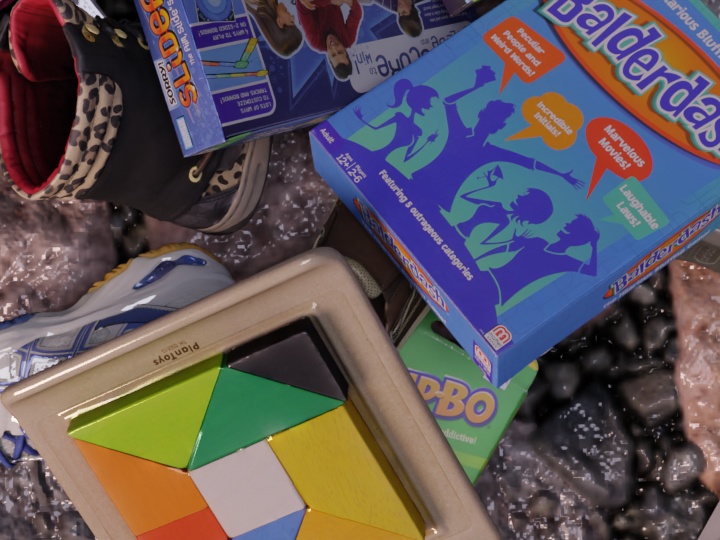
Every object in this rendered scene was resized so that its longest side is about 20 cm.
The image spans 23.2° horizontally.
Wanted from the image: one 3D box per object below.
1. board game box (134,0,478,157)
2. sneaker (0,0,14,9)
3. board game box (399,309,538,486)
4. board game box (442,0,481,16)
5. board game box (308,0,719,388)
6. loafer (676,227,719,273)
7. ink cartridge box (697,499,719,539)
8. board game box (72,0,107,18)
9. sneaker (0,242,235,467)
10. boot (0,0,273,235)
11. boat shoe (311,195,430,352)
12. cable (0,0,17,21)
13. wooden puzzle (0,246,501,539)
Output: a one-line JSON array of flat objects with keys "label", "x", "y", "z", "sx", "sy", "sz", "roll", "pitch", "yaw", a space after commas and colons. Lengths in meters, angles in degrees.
[{"label": "board game box", "x": -0.025, "y": -0.143, "z": 0.884, "sx": 0.200, "sy": 0.034, "sz": 0.135, "roll": -18, "pitch": 91, "yaw": -44}, {"label": "sneaker", "x": -0.203, "y": -0.150, "z": 0.826, "sx": 0.088, "sy": 0.081, "sz": 0.200, "roll": 39, "pitch": 85, "yaw": -10}, {"label": "board game box", "x": 0.008, "y": 0.112, "z": 0.947, "sx": 0.096, "sy": 0.030, "sz": 0.200, "roll": 30, "pitch": 90, "yaw": -3}, {"label": "board game box", "x": 0.095, "y": -0.250, "z": 0.918, "sx": 0.200, "sy": 0.057, "sz": 0.165, "roll": -29, "pitch": 93, "yaw": -22}, {"label": "board game box", "x": 0.099, "y": -0.061, "z": 0.861, "sx": 0.200, "sy": 0.045, "sz": 0.152, "roll": -35, "pitch": 68, "yaw": -12}, {"label": "loafer", "x": 0.171, "y": -0.044, "z": 0.926, "sx": 0.200, "sy": 0.075, "sz": 0.070, "roll": 19, "pitch": 73, "yaw": -5}, {"label": "ink cartridge box", "x": 0.293, "y": 0.170, "z": 0.952, "sx": 0.200, "sy": 0.067, "sz": 0.116, "roll": 30, "pitch": 86, "yaw": -4}, {"label": "board game box", "x": -0.229, "y": -0.155, "z": 0.924, "sx": 0.126, "sy": 0.035, "sz": 0.200, "roll": -38, "pitch": 93, "yaw": -4}, {"label": "sneaker", "x": -0.145, "y": 0.065, "z": 0.895, "sx": 0.200, "sy": 0.075, "sz": 0.088, "roll": -31, "pitch": 60, "yaw": -4}, {"label": "boot", "x": -0.107, "y": -0.119, "z": 0.877, "sx": 0.073, "sy": 0.151, "sz": 0.200, "roll": 10, "pitch": 95, "yaw": 36}, {"label": "boat shoe", "x": 0.006, "y": 0.003, "z": 0.901, "sx": 0.075, "sy": 0.075, "sz": 0.202, "roll": 22, "pitch": 87, "yaw": 9}, {"label": "cable", "x": -0.235, "y": -0.153, "z": 0.880, "sx": 0.163, "sy": 0.051, "sz": 0.200, "roll": -12, "pitch": 91, "yaw": -4}, {"label": "wooden puzzle", "x": -0.051, "y": 0.102, "z": 0.861, "sx": 0.185, "sy": 0.037, "sz": 0.200, "roll": -24, "pitch": 116, "yaw": 13}]
